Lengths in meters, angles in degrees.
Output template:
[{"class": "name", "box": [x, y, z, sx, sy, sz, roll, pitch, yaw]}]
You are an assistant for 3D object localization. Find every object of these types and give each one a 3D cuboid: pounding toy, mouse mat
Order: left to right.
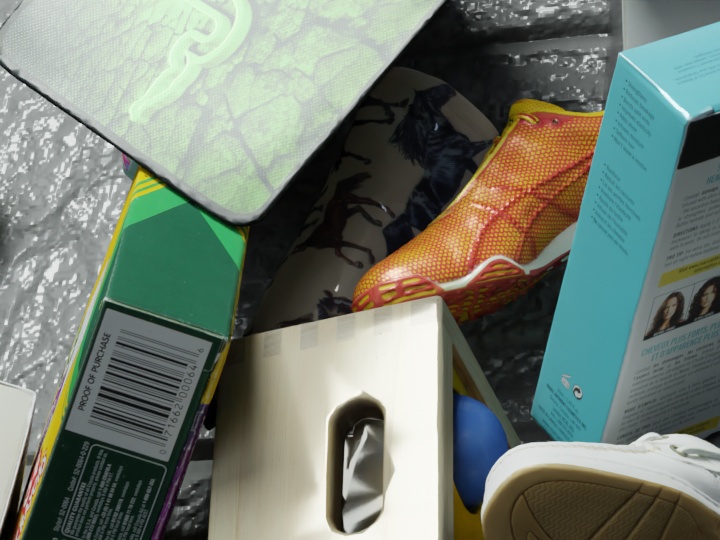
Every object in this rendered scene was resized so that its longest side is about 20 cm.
[{"class": "mouse mat", "box": [-0.047, -0.129, 1.169, 0.161, 0.008, 0.200, 34, 74, 23]}, {"class": "pounding toy", "box": [0.036, 0.147, 1.096, 0.141, 0.184, 0.201, -13, 48, 16]}]

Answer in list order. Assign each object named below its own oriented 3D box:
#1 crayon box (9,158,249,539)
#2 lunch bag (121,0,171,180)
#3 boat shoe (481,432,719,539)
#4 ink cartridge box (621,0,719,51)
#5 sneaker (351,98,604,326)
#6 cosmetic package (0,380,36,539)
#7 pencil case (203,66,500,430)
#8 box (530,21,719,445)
[{"class": "crayon box", "box": [-0.106, 0.066, 1.149, 0.058, 0.201, 0.173, 18, 24, -8]}, {"class": "lunch bag", "box": [-0.045, -0.128, 1.275, 0.122, 0.170, 0.200, 41, 77, -4]}, {"class": "boat shoe", "box": [0.126, 0.100, 1.084, 0.071, 0.199, 0.069, -53, 36, 28]}, {"class": "ink cartridge box", "box": [0.230, -0.103, 1.164, 0.199, 0.146, 0.083, 4, 101, 25]}, {"class": "sneaker", "box": [0.068, -0.030, 1.204, 0.200, 0.073, 0.077, -30, 84, -31]}, {"class": "cosmetic package", "box": [-0.195, 0.124, 1.175, 0.073, 0.200, 0.104, 16, 66, -4]}, {"class": "pencil case", "box": [0.000, 0.000, 1.243, 0.078, 0.089, 0.201, 32, 67, -13]}, {"class": "box", "box": [0.132, -0.008, 1.114, 0.082, 0.201, 0.049, -18, 47, -30]}]
